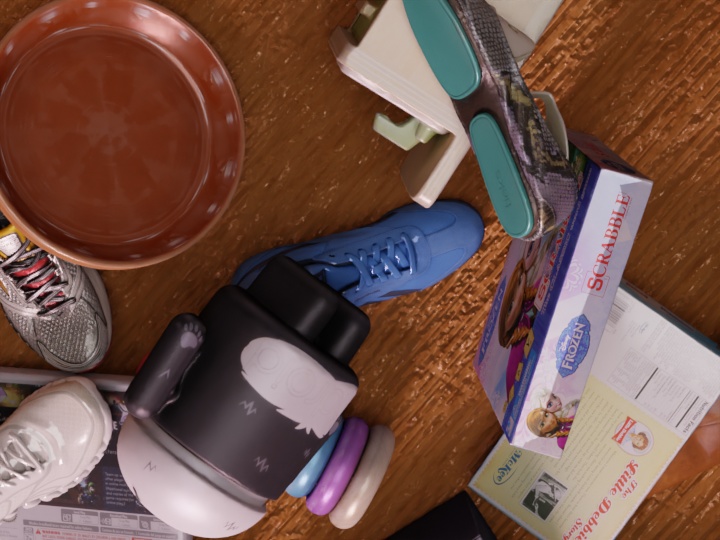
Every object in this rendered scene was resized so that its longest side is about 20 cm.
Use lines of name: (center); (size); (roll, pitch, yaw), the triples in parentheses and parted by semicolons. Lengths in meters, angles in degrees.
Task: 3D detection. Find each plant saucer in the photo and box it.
plant saucer: (-0.180, -0.099, 1.316); (0.200, 0.032, 0.201); (4, 81, -26)

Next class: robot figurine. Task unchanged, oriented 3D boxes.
robot figurine: (-0.083, 0.090, 1.283); (0.150, 0.125, 0.200); (36, 91, -7)

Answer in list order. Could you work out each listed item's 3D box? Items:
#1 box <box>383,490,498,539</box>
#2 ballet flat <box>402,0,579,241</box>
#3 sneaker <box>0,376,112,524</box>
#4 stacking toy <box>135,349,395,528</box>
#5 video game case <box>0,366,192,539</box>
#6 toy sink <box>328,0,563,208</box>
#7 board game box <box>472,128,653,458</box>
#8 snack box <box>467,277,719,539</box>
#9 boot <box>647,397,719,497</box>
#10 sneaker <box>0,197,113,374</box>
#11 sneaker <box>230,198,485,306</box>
box: (0.062, 0.310, 1.423); (0.182, 0.104, 0.200); (-31, 103, 5)
ballet flat: (0.092, -0.120, 1.220); (0.072, 0.072, 0.201); (-24, 92, 2)
sneaker: (-0.263, 0.151, 1.339); (0.200, 0.081, 0.075); (-38, 88, 19)
stacking toy: (-0.078, 0.116, 1.386); (0.200, 0.085, 0.085); (27, 100, -5)
video game case: (-0.223, 0.165, 1.384); (0.200, 0.023, 0.182); (3, 103, 15)
toy sink: (0.049, -0.165, 1.304); (0.112, 0.130, 0.200); (31, 100, -9)
board game box: (0.139, 0.008, 1.312); (0.041, 0.200, 0.200); (16, 100, -7)
snack box: (0.184, 0.117, 1.395); (0.116, 0.037, 0.200); (36, 106, 8)
boot: (0.264, 0.069, 1.418); (0.200, 0.068, 0.189); (-17, 106, 11)
sneaker: (-0.249, -0.011, 1.337); (0.078, 0.082, 0.200); (-30, 98, 4)
sneaker: (0.000, 0.000, 1.365); (0.200, 0.078, 0.066); (-16, 101, -1)
